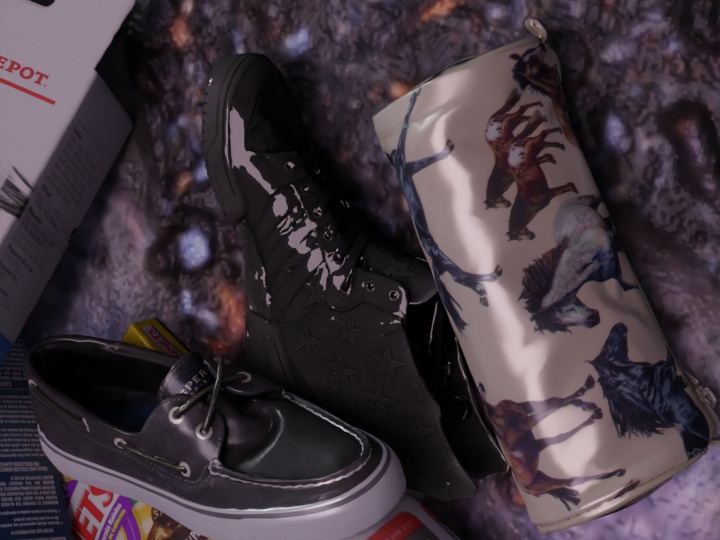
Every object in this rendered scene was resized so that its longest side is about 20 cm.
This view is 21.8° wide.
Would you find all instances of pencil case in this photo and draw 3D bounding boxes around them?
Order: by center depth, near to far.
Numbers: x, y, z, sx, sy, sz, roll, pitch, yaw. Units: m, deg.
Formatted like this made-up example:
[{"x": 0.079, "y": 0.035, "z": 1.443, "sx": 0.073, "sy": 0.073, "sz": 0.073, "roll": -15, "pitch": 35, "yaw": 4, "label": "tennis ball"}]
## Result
[{"x": 0.076, "y": 0.000, "z": 0.760, "sx": 0.089, "sy": 0.078, "sz": 0.201, "roll": -21, "pitch": 85, "yaw": -12, "label": "pencil case"}]

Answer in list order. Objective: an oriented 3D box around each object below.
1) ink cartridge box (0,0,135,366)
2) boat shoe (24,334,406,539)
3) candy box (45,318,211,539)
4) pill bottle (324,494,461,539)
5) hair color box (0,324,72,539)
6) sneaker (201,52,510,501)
[{"x": -0.187, "y": -0.050, "z": 0.864, "sx": 0.116, "sy": 0.068, "sz": 0.200, "roll": 23, "pitch": 76, "yaw": 16, "label": "ink cartridge box"}, {"x": -0.071, "y": 0.063, "z": 0.808, "sx": 0.200, "sy": 0.070, "sz": 0.066, "roll": 13, "pitch": 134, "yaw": 40, "label": "boat shoe"}, {"x": -0.121, "y": 0.131, "z": 0.912, "sx": 0.102, "sy": 0.026, "sz": 0.200, "roll": 43, "pitch": 114, "yaw": 20, "label": "candy box"}, {"x": 0.050, "y": 0.200, "z": 0.781, "sx": 0.200, "sy": 0.116, "sz": 0.116, "roll": 42, "pitch": 114, "yaw": 17, "label": "pill bottle"}, {"x": -0.200, "y": 0.113, "z": 0.907, "sx": 0.100, "sy": 0.060, "sz": 0.201, "roll": -23, "pitch": 73, "yaw": 31, "label": "hair color box"}, {"x": -0.002, "y": 0.001, "z": 0.813, "sx": 0.104, "sy": 0.060, "sz": 0.200, "roll": -3, "pitch": 102, "yaw": 31, "label": "sneaker"}]
